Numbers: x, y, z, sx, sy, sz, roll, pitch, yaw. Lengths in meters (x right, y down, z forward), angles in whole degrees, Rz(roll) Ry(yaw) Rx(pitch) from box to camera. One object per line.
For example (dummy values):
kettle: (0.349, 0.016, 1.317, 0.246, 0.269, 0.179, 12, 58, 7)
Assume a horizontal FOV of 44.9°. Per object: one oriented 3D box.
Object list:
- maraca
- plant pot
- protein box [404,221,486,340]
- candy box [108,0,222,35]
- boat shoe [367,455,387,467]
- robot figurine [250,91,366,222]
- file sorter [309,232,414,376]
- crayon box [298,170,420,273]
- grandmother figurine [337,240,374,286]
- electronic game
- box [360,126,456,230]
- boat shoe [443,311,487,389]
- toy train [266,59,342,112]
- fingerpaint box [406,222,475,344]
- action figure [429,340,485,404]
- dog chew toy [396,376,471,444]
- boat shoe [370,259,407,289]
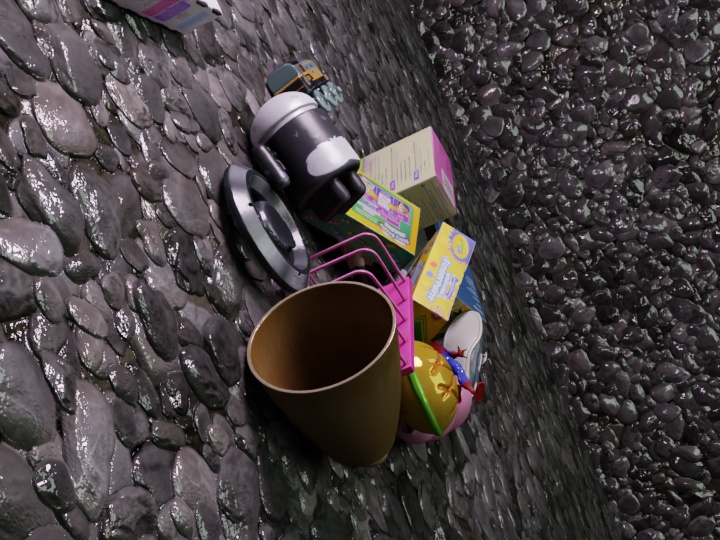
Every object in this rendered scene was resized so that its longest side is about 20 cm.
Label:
maraca: (0.084, 0.157, 1.330, 0.137, 0.106, 0.201, 50, 17, -79)
plant pot: (-0.022, 0.150, 1.095, 0.187, 0.185, 0.201, -88, 164, -52)
protein box: (0.140, 0.015, 1.756, 0.198, 0.134, 0.201, 35, 37, -60)
candy box: (-0.280, -0.419, 1.142, 0.169, 0.071, 0.200, 70, 18, 6)
boat shoe: (0.002, 0.181, 1.261, 0.065, 0.071, 0.201, 46, 27, -45)
robot figurine: (-0.081, -0.172, 1.316, 0.200, 0.125, 0.150, 53, 4, 6)
file sorter: (-0.013, 0.060, 1.253, 0.126, 0.138, 0.201, 55, 22, -31)
crayon box: (0.003, -0.096, 1.452, 0.199, 0.058, 0.119, 30, 43, -19)
grandmother figurine: (0.000, 0.000, 1.499, 0.121, 0.060, 0.201, 41, 34, -67)
electronic game: (-0.128, -0.058, 1.207, 0.201, 0.041, 0.200, 57, 13, -20)
box: (0.068, -0.150, 1.633, 0.097, 0.199, 0.177, 56, 21, -33)
boat shoe: (0.197, 0.166, 1.631, 0.201, 0.074, 0.062, -78, 149, -41)
toy train: (-0.098, -0.323, 1.558, 0.114, 0.085, 0.200, 54, 20, -10)
fingerpaint box: (0.105, 0.044, 1.480, 0.073, 0.167, 0.201, 30, 46, -4)
action figure: (0.140, 0.152, 1.448, 0.200, 0.065, 0.052, -135, -139, -62)
dog chew toy: (0.112, 0.228, 1.461, 0.200, 0.124, 0.125, -24, 92, -65)
boat shoe: (0.040, -0.004, 1.586, 0.066, 0.070, 0.200, 34, 19, -9)
